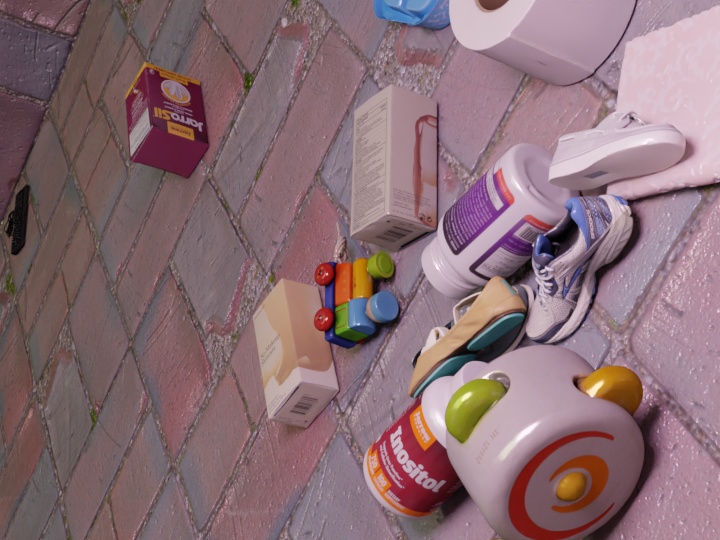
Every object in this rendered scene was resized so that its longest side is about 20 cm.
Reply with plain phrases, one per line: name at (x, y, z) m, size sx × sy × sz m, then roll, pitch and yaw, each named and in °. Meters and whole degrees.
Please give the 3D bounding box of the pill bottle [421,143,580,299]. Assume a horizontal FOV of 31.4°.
pill bottle at (0.162, -0.052, 1.543) m, size 0.200 × 0.110 × 0.112 m, roll -45°, pitch 41°, yaw 40°

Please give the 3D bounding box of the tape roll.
tape roll at (0.220, -0.342, 1.556) m, size 0.202 × 0.138 × 0.205 m, roll -31°, pitch 51°, yaw 49°

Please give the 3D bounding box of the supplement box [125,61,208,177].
supplement box at (-0.391, -0.302, 2.568) m, size 0.103 × 0.130 × 0.201 m, roll -49°, pitch 39°, yaw 35°

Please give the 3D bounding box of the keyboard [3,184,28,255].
keyboard at (-0.951, -0.135, 3.517) m, size 0.104 × 0.039 × 0.202 m, roll -40°, pitch 43°, yaw 43°

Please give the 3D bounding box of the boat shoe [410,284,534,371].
boat shoe at (0.136, 0.080, 1.573) m, size 0.200 × 0.061 × 0.073 m, roll -45°, pitch 41°, yaw 40°

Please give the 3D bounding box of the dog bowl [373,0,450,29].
dog bowl at (0.089, -0.414, 1.899) m, size 0.200 × 0.049 × 0.113 m, roll 30°, pitch 102°, yaw 60°

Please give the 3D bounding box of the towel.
towel at (0.347, -0.178, 1.370) m, size 0.199 × 0.032 × 0.193 m, roll -11°, pitch 67°, yaw 60°

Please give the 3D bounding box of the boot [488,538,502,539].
boot at (0.179, 0.389, 1.351) m, size 0.154 × 0.071 × 0.203 m, roll -11°, pitch 67°, yaw 55°

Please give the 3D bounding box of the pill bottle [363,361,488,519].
pill bottle at (0.098, 0.200, 1.530) m, size 0.200 × 0.112 × 0.114 m, roll -50°, pitch 37°, yaw 35°

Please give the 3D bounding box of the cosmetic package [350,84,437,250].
cosmetic package at (0.048, -0.143, 1.802) m, size 0.103 × 0.086 × 0.202 m, roll -28°, pitch 54°, yaw 53°

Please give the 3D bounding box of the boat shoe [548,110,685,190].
boat shoe at (0.277, -0.137, 1.385) m, size 0.200 × 0.071 × 0.069 m, roll 158°, pitch 122°, yaw -66°

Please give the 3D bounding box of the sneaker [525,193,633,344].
sneaker at (0.222, -0.005, 1.438) m, size 0.201 × 0.084 × 0.077 m, roll -67°, pitch 30°, yaw 29°

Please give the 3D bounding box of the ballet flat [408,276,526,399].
ballet flat at (0.120, 0.080, 1.531) m, size 0.200 × 0.068 × 0.063 m, roll -43°, pitch 60°, yaw 32°

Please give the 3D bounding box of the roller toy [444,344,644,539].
roller toy at (0.193, 0.184, 1.315) m, size 0.140 × 0.198 × 0.184 m, roll -123°, pitch 21°, yaw -53°

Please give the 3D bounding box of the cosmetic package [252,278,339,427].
cosmetic package at (-0.100, 0.123, 1.939) m, size 0.105 × 0.070 × 0.201 m, roll -51°, pitch 37°, yaw 34°

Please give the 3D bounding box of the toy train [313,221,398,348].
toy train at (0.000, 0.000, 1.829) m, size 0.115 × 0.084 × 0.202 m, roll -24°, pitch 56°, yaw 40°
